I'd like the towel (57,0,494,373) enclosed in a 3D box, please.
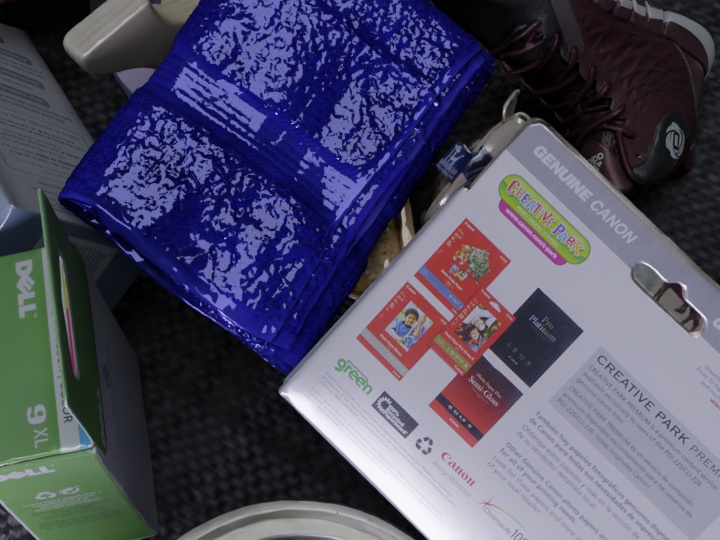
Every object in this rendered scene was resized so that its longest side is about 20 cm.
[{"bbox_3d":[-0.036,-0.071,0.666,0.147,0.050,0.201,36,78,-8],"label":"towel"}]

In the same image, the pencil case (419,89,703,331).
[{"bbox_3d":[0.125,0.002,0.700,0.199,0.090,0.078,40,41,9],"label":"pencil case"}]

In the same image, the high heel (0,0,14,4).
[{"bbox_3d":[-0.246,-0.163,0.787,0.199,0.068,0.097,5,50,48],"label":"high heel"}]

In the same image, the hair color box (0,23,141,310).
[{"bbox_3d":[-0.200,-0.067,0.729,0.061,0.098,0.201,-49,54,19],"label":"hair color box"}]

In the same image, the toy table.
[{"bbox_3d":[-0.088,-0.156,0.780,0.199,0.117,0.185,31,71,15],"label":"toy table"}]

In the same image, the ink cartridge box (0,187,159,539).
[{"bbox_3d":[-0.148,0.058,0.641,0.058,0.201,0.105,-11,65,-2],"label":"ink cartridge box"}]

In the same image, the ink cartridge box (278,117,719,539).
[{"bbox_3d":[0.096,0.056,0.626,0.200,0.084,0.176,44,104,3],"label":"ink cartridge box"}]

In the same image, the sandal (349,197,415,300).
[{"bbox_3d":[0.000,-0.002,0.727,0.069,0.078,0.214,-17,72,-7],"label":"sandal"}]

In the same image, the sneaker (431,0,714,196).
[{"bbox_3d":[0.119,-0.099,0.727,0.198,0.075,0.117,13,73,-30],"label":"sneaker"}]

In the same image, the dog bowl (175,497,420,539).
[{"bbox_3d":[-0.029,0.216,0.633,0.197,0.074,0.203,-2,65,3],"label":"dog bowl"}]
